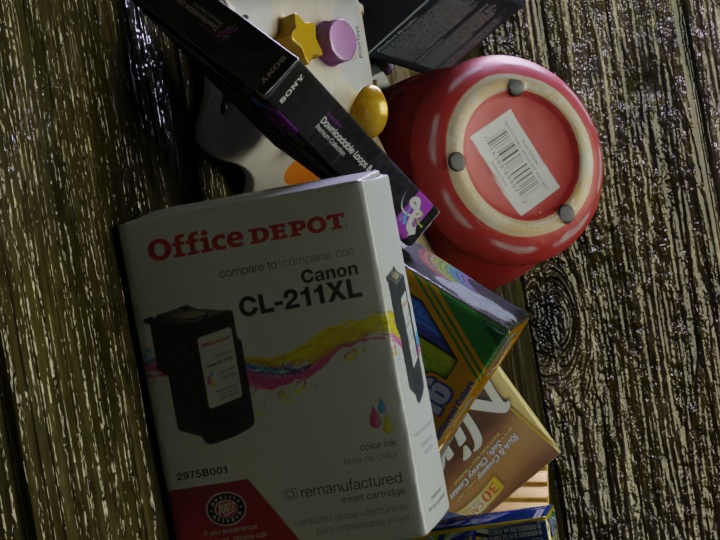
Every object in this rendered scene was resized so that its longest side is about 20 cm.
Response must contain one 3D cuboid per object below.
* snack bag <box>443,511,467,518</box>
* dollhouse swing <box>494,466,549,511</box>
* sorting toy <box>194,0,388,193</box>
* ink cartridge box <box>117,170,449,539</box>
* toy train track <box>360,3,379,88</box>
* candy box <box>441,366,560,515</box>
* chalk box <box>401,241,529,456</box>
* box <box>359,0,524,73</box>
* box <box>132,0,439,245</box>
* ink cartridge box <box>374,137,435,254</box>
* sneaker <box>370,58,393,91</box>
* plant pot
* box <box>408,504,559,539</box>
[{"bbox_3d":[0.048,0.255,1.593,0.189,0.021,0.200,10,-70,53],"label":"snack bag"},{"bbox_3d":[0.063,0.131,1.807,0.200,0.182,0.176,-84,173,-58],"label":"dollhouse swing"},{"bbox_3d":[-0.073,-0.147,1.519,0.180,0.107,0.200,-10,90,-62],"label":"sorting toy"},{"bbox_3d":[-0.043,0.055,1.247,0.083,0.146,0.200,-26,105,-78],"label":"ink cartridge box"},{"bbox_3d":[-0.007,-0.176,1.731,0.200,0.033,0.115,59,25,-62],"label":"toy train track"},{"bbox_3d":[0.045,0.093,1.621,0.200,0.115,0.055,53,-5,-27],"label":"candy box"},{"bbox_3d":[-0.012,0.031,1.419,0.124,0.200,0.125,-59,173,9],"label":"chalk box"},{"bbox_3d":[0.033,-0.260,1.897,0.148,0.107,0.200,53,15,13],"label":"box"},{"bbox_3d":[-0.045,-0.102,1.373,0.143,0.036,0.200,38,-2,36],"label":"box"},{"bbox_3d":[0.000,0.000,1.718,0.200,0.075,0.165,-84,152,-59],"label":"ink cartridge box"},{"bbox_3d":[-0.023,-0.186,1.915,0.200,0.074,0.085,-78,143,-77],"label":"sneaker"},{"bbox_3d":[0.098,-0.082,1.891,0.182,0.200,0.201,-21,-103,62],"label":"plant pot"},{"bbox_3d":[0.020,0.186,1.320,0.070,0.200,0.064,-5,86,-81],"label":"box"}]
